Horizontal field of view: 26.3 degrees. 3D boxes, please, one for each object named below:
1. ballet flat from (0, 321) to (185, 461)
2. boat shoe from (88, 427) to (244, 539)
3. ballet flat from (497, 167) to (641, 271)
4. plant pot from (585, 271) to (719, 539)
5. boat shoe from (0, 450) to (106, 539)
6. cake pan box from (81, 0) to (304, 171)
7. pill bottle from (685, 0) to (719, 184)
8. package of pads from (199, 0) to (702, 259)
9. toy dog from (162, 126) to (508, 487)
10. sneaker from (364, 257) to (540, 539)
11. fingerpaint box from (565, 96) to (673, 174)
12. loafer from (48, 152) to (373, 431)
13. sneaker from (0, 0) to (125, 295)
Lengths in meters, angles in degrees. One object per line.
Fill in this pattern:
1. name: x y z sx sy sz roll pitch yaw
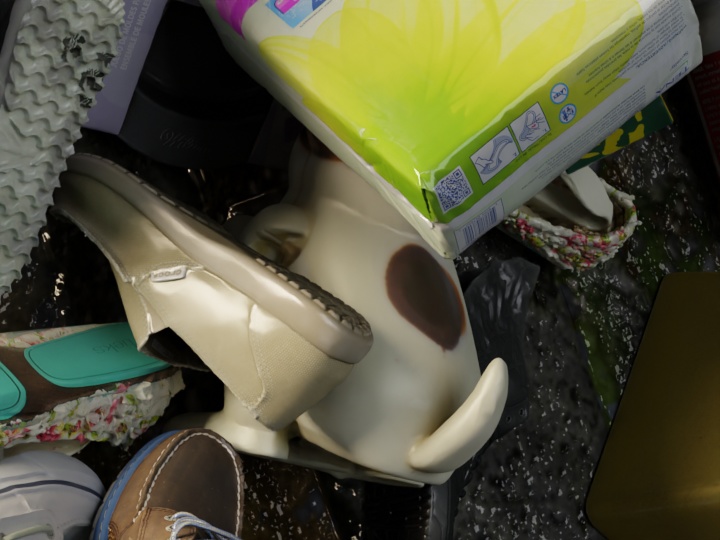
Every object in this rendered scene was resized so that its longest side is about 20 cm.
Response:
1. ballet flat: -0.163 0.063 0.686 0.199 0.064 0.076 1 34 -45
2. boat shoe: -0.077 0.143 0.655 0.072 0.072 0.201 33 42 -22
3. ballet flat: 0.092 -0.061 0.933 0.199 0.064 0.076 23 60 -33
4. plant pot: 0.297 0.119 0.996 0.200 0.176 0.201 41 56 -25
5. boat shoe: -0.165 0.123 0.638 0.067 0.074 0.200 54 19 19
6. cake pan box: -0.067 -0.151 0.775 0.183 0.052 0.201 12 111 -37
7. pill bottle: 0.293 -0.129 1.094 0.112 0.112 0.201 -21 93 -41
8. package of pads: 0.038 -0.116 0.699 0.154 0.200 0.068 -38 142 -8
9. toy dog: 0.000 0.000 0.772 0.139 0.194 0.201 14 79 -27
10. sneaker: 0.058 0.088 0.879 0.104 0.060 0.201 9 73 -37
11. fingerpaint box: 0.090 -0.183 0.877 0.167 0.073 0.201 49 20 -49
12. loafer: -0.085 0.007 0.716 0.069 0.200 0.076 -59 145 0
13. sneaker: -0.188 -0.061 0.703 0.201 0.099 0.069 -61 147 0
